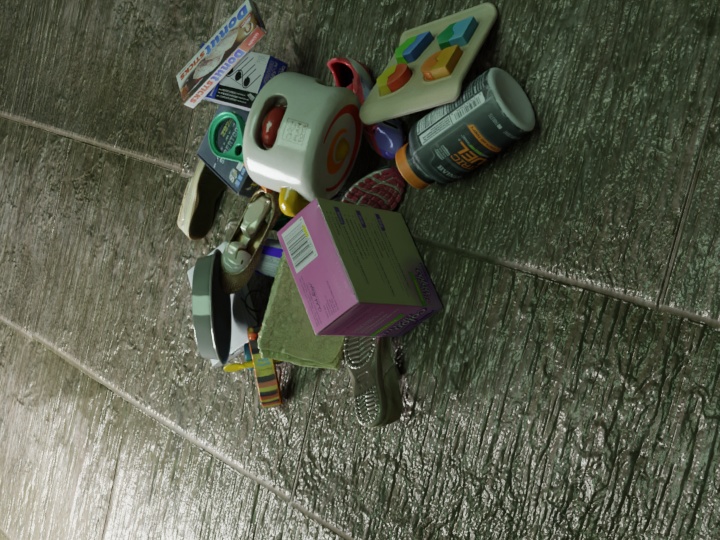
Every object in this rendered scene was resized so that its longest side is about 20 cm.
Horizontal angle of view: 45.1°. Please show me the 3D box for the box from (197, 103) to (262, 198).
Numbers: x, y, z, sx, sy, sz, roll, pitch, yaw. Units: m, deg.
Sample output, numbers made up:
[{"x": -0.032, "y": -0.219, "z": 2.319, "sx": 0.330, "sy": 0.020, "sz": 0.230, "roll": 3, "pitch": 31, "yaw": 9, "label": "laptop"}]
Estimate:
[{"x": -0.194, "y": -0.249, "z": 1.515, "sx": 0.158, "sy": 0.051, "sz": 0.200, "roll": 44, "pitch": 111, "yaw": 39, "label": "box"}]

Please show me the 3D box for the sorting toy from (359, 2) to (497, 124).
[{"x": 0.097, "y": -0.313, "z": 1.292, "sx": 0.185, "sy": 0.036, "sz": 0.200, "roll": -7, "pitch": 47, "yaw": 41, "label": "sorting toy"}]

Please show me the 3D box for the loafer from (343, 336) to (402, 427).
[{"x": 0.024, "y": 0.154, "z": 1.357, "sx": 0.076, "sy": 0.068, "sz": 0.201, "roll": -25, "pitch": 54, "yaw": 35, "label": "loafer"}]

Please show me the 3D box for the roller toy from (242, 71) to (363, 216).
[{"x": -0.082, "y": -0.201, "z": 1.333, "sx": 0.139, "sy": 0.200, "sz": 0.183, "roll": 20, "pitch": 139, "yaw": 19, "label": "roller toy"}]

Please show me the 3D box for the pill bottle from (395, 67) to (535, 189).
[{"x": 0.144, "y": -0.195, "z": 1.254, "sx": 0.200, "sy": 0.106, "sz": 0.107, "roll": -32, "pitch": 66, "yaw": 35, "label": "pill bottle"}]

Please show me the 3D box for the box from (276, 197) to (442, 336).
[{"x": 0.000, "y": 0.000, "z": 1.300, "sx": 0.097, "sy": 0.200, "sz": 0.176, "roll": -39, "pitch": 63, "yaw": 33, "label": "box"}]

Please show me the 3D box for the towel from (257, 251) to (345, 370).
[{"x": -0.082, "y": 0.060, "z": 1.420, "sx": 0.036, "sy": 0.148, "sz": 0.201, "roll": -131, "pitch": 54, "yaw": -76, "label": "towel"}]

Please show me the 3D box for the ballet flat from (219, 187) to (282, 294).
[{"x": -0.192, "y": -0.055, "z": 1.453, "sx": 0.070, "sy": 0.065, "sz": 0.200, "roll": 26, "pitch": 92, "yaw": 19, "label": "ballet flat"}]

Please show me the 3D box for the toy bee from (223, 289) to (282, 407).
[{"x": -0.178, "y": 0.138, "z": 1.492, "sx": 0.131, "sy": 0.109, "sz": 0.200, "roll": -32, "pitch": 86, "yaw": -5, "label": "toy bee"}]

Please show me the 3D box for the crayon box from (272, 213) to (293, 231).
[{"x": -0.137, "y": -0.184, "z": 1.531, "sx": 0.119, "sy": 0.058, "sz": 0.200, "roll": -33, "pitch": 64, "yaw": 34, "label": "crayon box"}]

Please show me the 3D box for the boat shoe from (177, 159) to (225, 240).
[{"x": -0.308, "y": -0.160, "z": 1.675, "sx": 0.065, "sy": 0.072, "sz": 0.200, "roll": 35, "pitch": 114, "yaw": 36, "label": "boat shoe"}]

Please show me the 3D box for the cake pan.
[{"x": -0.257, "y": 0.064, "z": 1.504, "sx": 0.037, "sy": 0.200, "sz": 0.201, "roll": -3, "pitch": 82, "yaw": 1, "label": "cake pan"}]

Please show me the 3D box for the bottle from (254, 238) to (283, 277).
[{"x": -0.151, "y": -0.021, "z": 1.513, "sx": 0.200, "sy": 0.083, "sz": 0.066, "roll": 12, "pitch": 94, "yaw": 40, "label": "bottle"}]

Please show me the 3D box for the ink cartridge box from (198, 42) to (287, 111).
[{"x": -0.214, "y": -0.328, "z": 1.485, "sx": 0.200, "sy": 0.044, "sz": 0.094, "roll": 23, "pitch": 95, "yaw": 43, "label": "ink cartridge box"}]

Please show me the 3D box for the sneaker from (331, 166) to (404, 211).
[{"x": -0.015, "y": -0.107, "z": 1.409, "sx": 0.200, "sy": 0.081, "sz": 0.075, "roll": -36, "pitch": 34, "yaw": 25, "label": "sneaker"}]

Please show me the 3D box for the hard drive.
[{"x": -0.259, "y": 0.063, "z": 1.640, "sx": 0.132, "sy": 0.026, "sz": 0.200, "roll": -34, "pitch": 66, "yaw": 34, "label": "hard drive"}]

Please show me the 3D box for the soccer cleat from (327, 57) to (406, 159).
[{"x": 0.007, "y": -0.262, "z": 1.400, "sx": 0.067, "sy": 0.076, "sz": 0.200, "roll": -39, "pitch": 62, "yaw": 32, "label": "soccer cleat"}]

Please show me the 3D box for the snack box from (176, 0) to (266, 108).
[{"x": -0.238, "y": -0.365, "z": 1.468, "sx": 0.200, "sy": 0.024, "sz": 0.072, "roll": -38, "pitch": 55, "yaw": 28, "label": "snack box"}]

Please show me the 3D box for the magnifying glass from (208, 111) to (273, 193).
[{"x": -0.199, "y": -0.198, "z": 1.464, "sx": 0.200, "sy": 0.022, "sz": 0.080, "roll": 48, "pitch": 114, "yaw": 32, "label": "magnifying glass"}]
